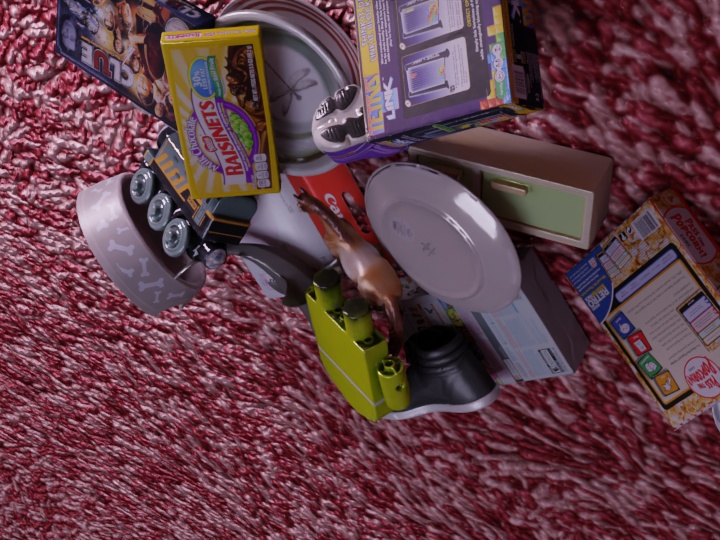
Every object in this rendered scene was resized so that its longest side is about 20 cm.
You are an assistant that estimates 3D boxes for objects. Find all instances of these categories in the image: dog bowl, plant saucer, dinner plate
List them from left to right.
[{"bbox_3d":[-0.270,-0.036,1.437,0.059,0.200,0.200,-34,108,12],"label":"dog bowl"},{"bbox_3d":[-0.083,-0.196,1.221,0.200,0.050,0.200,19,136,19],"label":"plant saucer"},{"bbox_3d":[-0.073,-0.219,1.248,0.200,0.024,0.200,19,136,20],"label":"dinner plate"},{"bbox_3d":[0.080,-0.028,1.202,0.200,0.024,0.200,32,148,23],"label":"dinner plate"}]

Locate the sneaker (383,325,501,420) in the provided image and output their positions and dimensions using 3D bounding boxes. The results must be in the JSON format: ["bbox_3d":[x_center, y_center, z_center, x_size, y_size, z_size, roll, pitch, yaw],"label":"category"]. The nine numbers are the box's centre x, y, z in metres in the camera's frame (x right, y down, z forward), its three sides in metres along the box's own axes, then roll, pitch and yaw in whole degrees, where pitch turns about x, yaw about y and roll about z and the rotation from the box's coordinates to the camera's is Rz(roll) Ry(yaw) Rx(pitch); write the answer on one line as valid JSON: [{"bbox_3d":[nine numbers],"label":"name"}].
[{"bbox_3d":[0.069,0.117,1.339,0.200,0.071,0.099,-14,107,47],"label":"sneaker"}]

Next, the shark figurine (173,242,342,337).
[{"bbox_3d":[-0.104,0.014,1.373,0.214,0.090,0.128,29,125,-7],"label":"shark figurine"}]

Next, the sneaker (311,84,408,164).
[{"bbox_3d":[0.049,-0.163,1.147,0.200,0.081,0.083,-17,157,7],"label":"sneaker"}]

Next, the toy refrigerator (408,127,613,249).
[{"bbox_3d":[0.152,-0.091,1.175,0.200,0.070,0.076,18,136,22],"label":"toy refrigerator"}]

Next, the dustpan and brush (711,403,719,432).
[{"bbox_3d":[0.371,0.085,1.192,0.139,0.057,0.200,-1,127,35],"label":"dustpan and brush"}]

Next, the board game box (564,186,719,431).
[{"bbox_3d":[0.315,0.041,1.144,0.200,0.046,0.152,58,142,14],"label":"board game box"}]

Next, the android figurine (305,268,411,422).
[{"bbox_3d":[-0.006,0.093,1.303,0.182,0.041,0.200,42,155,42],"label":"android figurine"}]

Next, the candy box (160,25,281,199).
[{"bbox_3d":[-0.145,-0.163,1.205,0.102,0.026,0.200,-3,131,3],"label":"candy box"}]

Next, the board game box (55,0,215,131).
[{"bbox_3d":[-0.249,-0.255,1.235,0.200,0.035,0.136,33,133,21],"label":"board game box"}]

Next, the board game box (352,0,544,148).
[{"bbox_3d":[0.074,-0.226,1.034,0.165,0.057,0.200,-9,83,41],"label":"board game box"}]

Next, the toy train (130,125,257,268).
[{"bbox_3d":[-0.201,-0.092,1.359,0.114,0.085,0.200,-56,49,21],"label":"toy train"}]

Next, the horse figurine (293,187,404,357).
[{"bbox_3d":[0.000,0.000,1.281,0.200,0.050,0.133,54,169,15],"label":"horse figurine"}]

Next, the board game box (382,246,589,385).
[{"bbox_3d":[0.143,0.063,1.329,0.200,0.064,0.148,-14,118,41],"label":"board game box"}]

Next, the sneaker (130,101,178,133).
[{"bbox_3d":[-0.215,-0.198,1.320,0.081,0.075,0.200,-36,96,33],"label":"sneaker"}]

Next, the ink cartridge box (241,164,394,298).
[{"bbox_3d":[-0.074,-0.048,1.389,0.200,0.057,0.163,-5,124,43],"label":"ink cartridge box"}]
